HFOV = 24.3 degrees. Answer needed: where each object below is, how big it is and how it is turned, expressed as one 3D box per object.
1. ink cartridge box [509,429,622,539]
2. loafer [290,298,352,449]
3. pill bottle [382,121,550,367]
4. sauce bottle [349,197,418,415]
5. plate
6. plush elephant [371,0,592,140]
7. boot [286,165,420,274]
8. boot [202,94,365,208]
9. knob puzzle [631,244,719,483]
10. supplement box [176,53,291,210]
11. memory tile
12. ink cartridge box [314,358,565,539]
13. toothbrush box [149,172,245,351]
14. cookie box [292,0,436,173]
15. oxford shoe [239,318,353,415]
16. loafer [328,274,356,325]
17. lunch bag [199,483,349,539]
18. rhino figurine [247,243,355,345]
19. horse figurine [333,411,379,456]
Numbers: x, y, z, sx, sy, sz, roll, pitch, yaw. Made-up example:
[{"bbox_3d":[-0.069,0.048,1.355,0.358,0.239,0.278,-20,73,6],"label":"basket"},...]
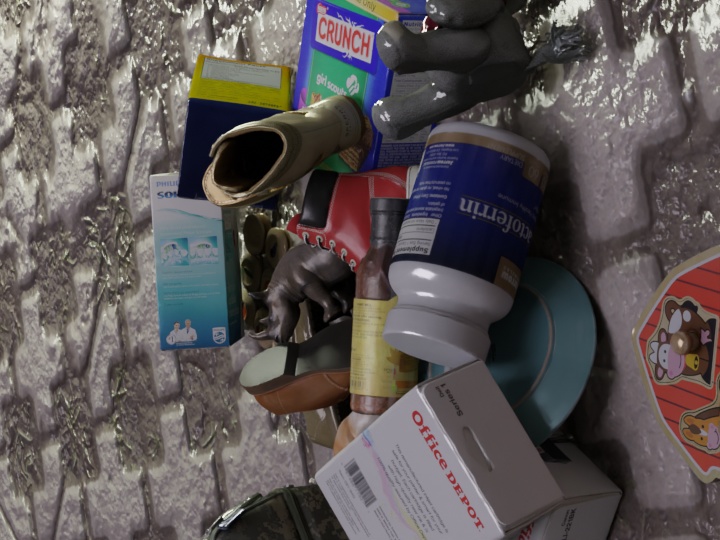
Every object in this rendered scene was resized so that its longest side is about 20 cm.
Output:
[{"bbox_3d":[0.135,0.209,1.536,0.200,0.084,0.145,46,130,47],"label":"ink cartridge box"},{"bbox_3d":[-0.049,0.101,1.812,0.067,0.076,0.201,-19,78,33],"label":"loafer"},{"bbox_3d":[0.091,-0.021,1.486,0.116,0.116,0.201,-5,65,58],"label":"pill bottle"},{"bbox_3d":[0.025,0.033,1.545,0.066,0.066,0.201,7,95,57],"label":"sauce bottle"},{"bbox_3d":[0.122,0.077,1.505,0.200,0.026,0.201,-21,55,33],"label":"plate"},{"bbox_3d":[0.088,-0.234,1.472,0.165,0.199,0.155,74,-179,-67],"label":"plush elephant"},{"bbox_3d":[0.000,0.000,1.623,0.072,0.144,0.201,18,-110,-78],"label":"boot"},{"bbox_3d":[-0.108,-0.103,1.629,0.200,0.155,0.073,-22,94,33],"label":"boot"},{"bbox_3d":[0.280,0.076,1.338,0.219,0.030,0.220,13,105,57],"label":"knob puzzle"},{"bbox_3d":[-0.136,-0.153,1.823,0.200,0.108,0.110,-94,12,-68],"label":"supplement box"},{"bbox_3d":[-0.092,0.032,1.939,0.200,0.017,0.154,40,127,49],"label":"memory tile"},{"bbox_3d":[0.066,0.189,1.460,0.145,0.084,0.200,59,140,13],"label":"ink cartridge box"},{"bbox_3d":[-0.187,-0.014,1.933,0.146,0.085,0.201,-30,-65,-87],"label":"toothbrush box"},{"bbox_3d":[0.007,-0.190,1.697,0.171,0.075,0.201,38,125,49],"label":"cookie box"},{"bbox_3d":[-0.022,0.101,1.700,0.200,0.071,0.071,-17,35,29],"label":"oxford shoe"},{"bbox_3d":[-0.017,0.039,1.776,0.072,0.063,0.201,-21,76,56],"label":"loafer"},{"bbox_3d":[-0.106,0.313,1.711,0.200,0.167,0.140,-52,54,50],"label":"lunch bag"},{"bbox_3d":[-0.042,0.007,1.723,0.200,0.060,0.088,-39,80,17],"label":"rhino figurine"},{"bbox_3d":[0.025,0.162,1.690,0.132,0.050,0.200,38,105,43],"label":"horse figurine"}]
